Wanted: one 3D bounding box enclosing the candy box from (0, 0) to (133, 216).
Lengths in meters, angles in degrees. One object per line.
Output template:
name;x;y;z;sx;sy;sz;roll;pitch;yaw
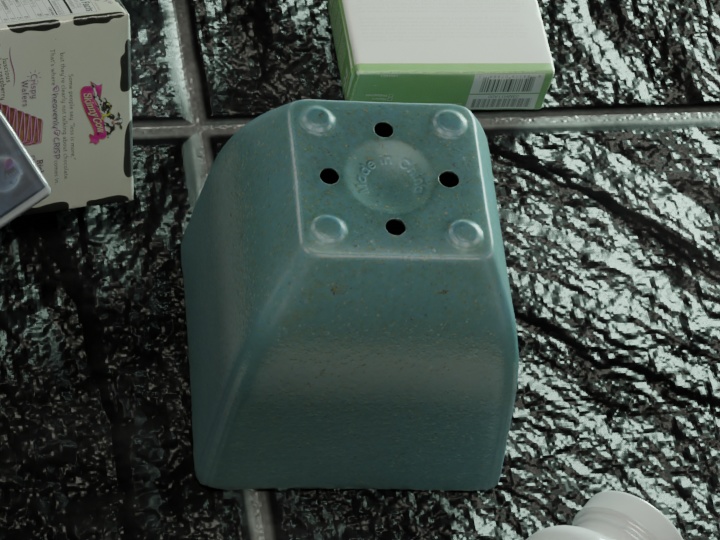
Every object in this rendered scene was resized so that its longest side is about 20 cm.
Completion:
candy box;-0.247;-0.102;1.638;0.199;0.137;0.061;-8;31;-17

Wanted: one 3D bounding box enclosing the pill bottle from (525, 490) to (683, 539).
pill bottle;0.112;0.221;1.507;0.104;0.104;0.200;35;55;13

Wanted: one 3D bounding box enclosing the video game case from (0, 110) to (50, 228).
video game case;-0.317;-0.066;1.561;0.200;0.182;0.023;-35;23;-8

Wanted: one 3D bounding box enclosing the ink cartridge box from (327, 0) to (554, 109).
ink cartridge box;0.048;-0.206;1.833;0.145;0.048;0.201;-2;55;-13

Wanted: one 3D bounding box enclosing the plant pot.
plant pot;0.000;0.000;1.582;0.195;0.200;0.197;1;54;-10
